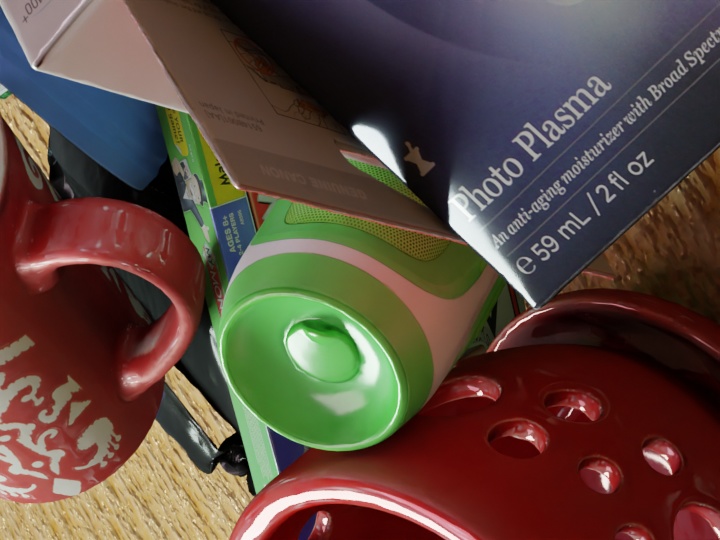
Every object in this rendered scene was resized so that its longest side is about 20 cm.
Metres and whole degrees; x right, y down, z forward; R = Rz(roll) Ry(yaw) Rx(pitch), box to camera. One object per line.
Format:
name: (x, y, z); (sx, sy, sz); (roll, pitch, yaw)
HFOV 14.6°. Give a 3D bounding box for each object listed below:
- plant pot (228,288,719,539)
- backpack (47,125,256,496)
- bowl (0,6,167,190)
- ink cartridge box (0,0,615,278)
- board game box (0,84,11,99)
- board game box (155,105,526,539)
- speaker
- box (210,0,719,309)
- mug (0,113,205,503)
plant pot: (0.075, 0.121, 1.076); (0.200, 0.182, 0.201); (23, 130, 30)
backpack: (-0.058, -0.015, 1.291); (0.200, 0.126, 0.168); (38, 134, 41)
bowl: (-0.152, -0.115, 1.170); (0.200, 0.039, 0.201); (42, -178, -2)
ink cartridge box: (-0.027, -0.063, 0.912); (0.045, 0.199, 0.177); (-45, 58, 24)
board game box: (-0.197, -0.186, 1.297); (0.023, 0.104, 0.201); (-25, 55, 45)
board game box: (0.000, 0.000, 1.159); (0.029, 0.134, 0.201); (7, 114, 58)
speaker: (0.018, -0.023, 1.046); (0.088, 0.200, 0.089); (13, 131, 16)
box: (0.057, -0.132, 0.836); (0.198, 0.123, 0.200); (43, 130, -2)
mug: (-0.150, 0.021, 1.147); (0.177, 0.134, 0.200); (31, 167, 29)
